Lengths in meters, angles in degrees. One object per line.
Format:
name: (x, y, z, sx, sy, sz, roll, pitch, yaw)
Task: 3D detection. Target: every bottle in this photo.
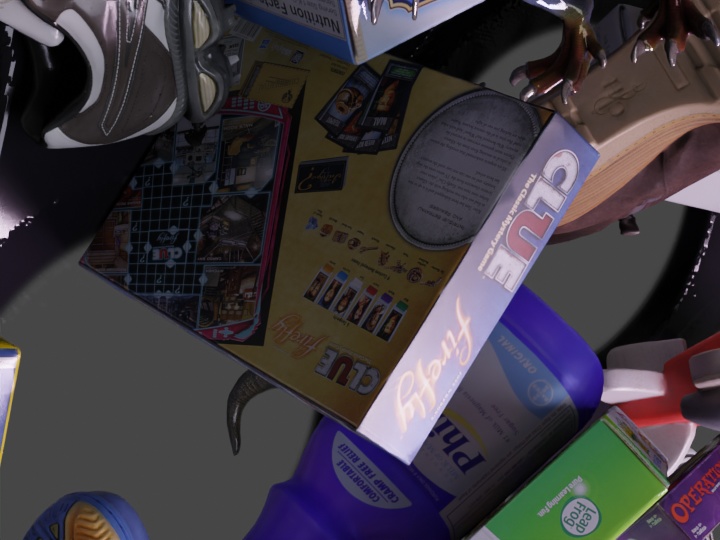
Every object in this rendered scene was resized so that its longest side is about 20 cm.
bottle: (0.018, 0.091, 0.850, 0.200, 0.084, 0.065, -40, 156, -14)

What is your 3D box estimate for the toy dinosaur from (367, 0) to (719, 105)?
toy dinosaur: (0.052, -0.145, 0.674, 0.182, 0.105, 0.200, 59, 37, -32)

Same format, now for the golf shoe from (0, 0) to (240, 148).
golf shoe: (-0.108, -0.136, 0.703, 0.094, 0.078, 0.201, -27, 121, -28)

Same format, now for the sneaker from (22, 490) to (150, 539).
sneaker: (-0.095, 0.169, 0.843, 0.088, 0.075, 0.200, -35, 133, -37)

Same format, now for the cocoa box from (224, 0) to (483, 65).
cocoa box: (0.025, -0.191, 0.747, 0.200, 0.133, 0.132, -30, 125, -26)

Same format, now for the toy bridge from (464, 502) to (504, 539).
toy bridge: (0.039, 0.105, 0.943, 0.067, 0.027, 0.200, -32, 124, -25)

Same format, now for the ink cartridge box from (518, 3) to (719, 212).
ink cartridge box: (0.203, -0.089, 0.894, 0.199, 0.174, 0.044, 11, 56, -29)

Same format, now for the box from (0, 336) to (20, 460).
box: (-0.193, 0.113, 0.733, 0.064, 0.070, 0.201, 2, 106, -41)

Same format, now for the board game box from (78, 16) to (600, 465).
board game box: (-0.016, -0.023, 0.736, 0.035, 0.200, 0.136, 37, 84, -42)

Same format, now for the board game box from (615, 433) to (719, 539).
board game box: (0.126, 0.128, 0.864, 0.120, 0.032, 0.200, -39, 172, -40)

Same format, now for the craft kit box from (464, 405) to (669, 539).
craft kit box: (0.053, 0.143, 0.837, 0.200, 0.049, 0.198, -43, 174, 4)

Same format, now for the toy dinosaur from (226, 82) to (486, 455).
toy dinosaur: (0.000, 0.000, 0.841, 0.102, 0.077, 0.201, 16, 94, -34)

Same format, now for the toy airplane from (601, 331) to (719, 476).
toy airplane: (0.220, 0.067, 0.959, 0.200, 0.141, 0.199, -15, 158, -27)

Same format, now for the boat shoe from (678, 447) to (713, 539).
boat shoe: (0.185, 0.193, 1.068, 0.071, 0.064, 0.201, -18, 117, -33)

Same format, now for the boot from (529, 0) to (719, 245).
boot: (0.146, -0.071, 0.813, 0.199, 0.073, 0.166, -22, 170, 7)
